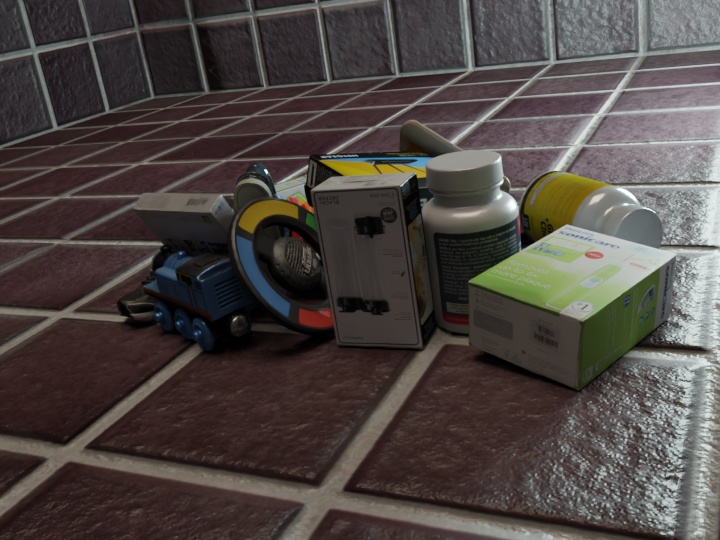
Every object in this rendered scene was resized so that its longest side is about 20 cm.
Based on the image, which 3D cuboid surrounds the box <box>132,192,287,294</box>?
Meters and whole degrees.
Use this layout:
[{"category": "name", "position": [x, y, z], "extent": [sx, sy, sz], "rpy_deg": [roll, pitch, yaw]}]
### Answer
[{"category": "box", "position": [-0.203, -0.029, 1.108], "extent": [0.144, 0.200, 0.036], "rpy_deg": [6, 54, 32]}]

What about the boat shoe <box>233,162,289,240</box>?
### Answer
[{"category": "boat shoe", "position": [-0.140, -0.059, 1.140], "extent": [0.074, 0.201, 0.062], "rpy_deg": [-1, 41, 11]}]

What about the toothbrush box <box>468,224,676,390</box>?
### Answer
[{"category": "toothbrush box", "position": [0.237, 0.032, 0.895], "extent": [0.199, 0.087, 0.145], "rpy_deg": [-24, 32, -38]}]

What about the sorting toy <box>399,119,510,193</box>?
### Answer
[{"category": "sorting toy", "position": [0.136, -0.148, 1.245], "extent": [0.185, 0.037, 0.200], "rpy_deg": [33, -7, 4]}]

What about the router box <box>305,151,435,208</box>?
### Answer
[{"category": "router box", "position": [0.049, -0.114, 1.073], "extent": [0.199, 0.051, 0.149], "rpy_deg": [-8, 29, -35]}]

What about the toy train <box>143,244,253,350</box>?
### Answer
[{"category": "toy train", "position": [-0.217, 0.029, 1.064], "extent": [0.086, 0.115, 0.199], "rpy_deg": [-24, 26, -35]}]

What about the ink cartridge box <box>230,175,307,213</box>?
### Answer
[{"category": "ink cartridge box", "position": [-0.115, -0.098, 1.369], "extent": [0.199, 0.104, 0.059], "rpy_deg": [-21, 24, -30]}]

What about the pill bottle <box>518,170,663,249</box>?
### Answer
[{"category": "pill bottle", "position": [0.315, -0.067, 1.101], "extent": [0.111, 0.113, 0.200], "rpy_deg": [-16, 21, -18]}]

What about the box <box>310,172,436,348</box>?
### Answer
[{"category": "box", "position": [0.018, -0.010, 0.952], "extent": [0.116, 0.201, 0.060], "rpy_deg": [-2, 20, 24]}]

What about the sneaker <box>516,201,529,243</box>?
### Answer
[{"category": "sneaker", "position": [0.255, -0.083, 1.232], "extent": [0.199, 0.074, 0.081], "rpy_deg": [-14, 17, -19]}]

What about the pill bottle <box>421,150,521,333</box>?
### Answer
[{"category": "pill bottle", "position": [0.135, -0.037, 0.971], "extent": [0.119, 0.201, 0.120], "rpy_deg": [-8, 21, 3]}]

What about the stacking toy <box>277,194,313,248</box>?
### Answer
[{"category": "stacking toy", "position": [-0.045, -0.059, 1.277], "extent": [0.199, 0.110, 0.116], "rpy_deg": [2, 19, -14]}]

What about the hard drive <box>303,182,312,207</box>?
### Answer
[{"category": "hard drive", "position": [0.024, -0.110, 1.176], "extent": [0.199, 0.043, 0.135], "rpy_deg": [10, 23, 5]}]

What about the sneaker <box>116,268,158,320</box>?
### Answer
[{"category": "sneaker", "position": [-0.285, 0.005, 1.196], "extent": [0.080, 0.087, 0.200], "rpy_deg": [4, 25, 34]}]

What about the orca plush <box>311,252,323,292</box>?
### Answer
[{"category": "orca plush", "position": [0.000, 0.000, 1.163], "extent": [0.199, 0.071, 0.105], "rpy_deg": [-14, -24, -26]}]

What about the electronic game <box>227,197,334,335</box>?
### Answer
[{"category": "electronic game", "position": [-0.084, -0.008, 1.029], "extent": [0.042, 0.200, 0.200], "rpy_deg": [-38, 1, 36]}]
